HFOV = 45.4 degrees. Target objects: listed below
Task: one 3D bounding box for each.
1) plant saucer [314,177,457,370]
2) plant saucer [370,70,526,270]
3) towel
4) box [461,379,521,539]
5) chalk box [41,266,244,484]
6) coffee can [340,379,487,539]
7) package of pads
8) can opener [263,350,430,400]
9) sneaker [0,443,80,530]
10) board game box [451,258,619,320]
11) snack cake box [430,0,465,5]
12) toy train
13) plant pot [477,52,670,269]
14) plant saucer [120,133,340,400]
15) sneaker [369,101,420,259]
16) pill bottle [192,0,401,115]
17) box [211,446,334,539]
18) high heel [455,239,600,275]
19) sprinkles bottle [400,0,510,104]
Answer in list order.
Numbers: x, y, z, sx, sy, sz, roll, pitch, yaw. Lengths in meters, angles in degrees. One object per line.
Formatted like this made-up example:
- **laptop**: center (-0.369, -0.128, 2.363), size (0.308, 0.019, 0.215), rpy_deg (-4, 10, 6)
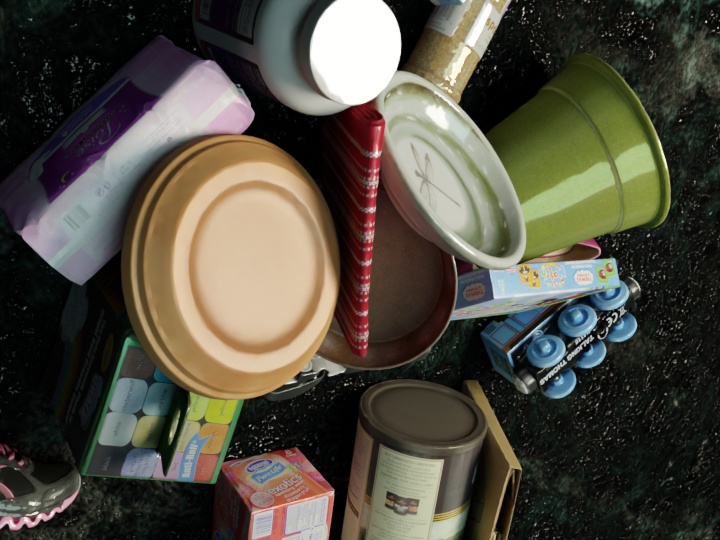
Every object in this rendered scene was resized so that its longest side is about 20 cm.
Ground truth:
- **plant saucer**: center (0.000, 0.000, 0.838), size (0.035, 0.196, 0.204), rpy_deg (-54, 147, -61)
- **plant saucer**: center (0.069, -0.081, 0.765), size (0.198, 0.203, 0.050), rpy_deg (25, 133, -38)
- **towel**: center (-0.009, -0.050, 0.730), size (0.022, 0.145, 0.204), rpy_deg (-3, 115, -14)
- **box**: center (0.137, 0.245, 1.004), size (0.021, 0.200, 0.167), rpy_deg (6, 109, -8)
- **chalk box**: center (-0.173, 0.094, 0.723), size (0.122, 0.199, 0.127), rpy_deg (14, 103, -36)
- **coffee can**: center (0.056, 0.248, 0.979), size (0.144, 0.146, 0.204), rpy_deg (-5, 114, -31)
- **package of pads**: center (-0.188, -0.092, 0.683), size (0.200, 0.120, 0.076), rpy_deg (-46, 128, -9)
- **can opener**: center (-0.016, 0.090, 0.931), size (0.197, 0.053, 0.067), rpy_deg (-9, 150, -28)
- **sneaker**: center (-0.334, 0.166, 0.737), size (0.197, 0.078, 0.097), rpy_deg (8, 94, -37)
- **board game box**: center (0.156, 0.023, 0.919), size (0.197, 0.150, 0.037), rpy_deg (-2, 79, -37)
- **snack cake box**: center (0.042, -0.338, 0.733), size (0.199, 0.067, 0.116), rpy_deg (38, 91, -24)
- **toy train**: center (0.245, 0.065, 1.044), size (0.199, 0.114, 0.087), rpy_deg (-39, 130, -12)
- **plant pot**: center (0.186, -0.095, 0.907), size (0.187, 0.201, 0.202), rpy_deg (-26, 124, -6)
- **plant saucer**: center (-0.085, -0.003, 0.654), size (0.198, 0.037, 0.205), rpy_deg (1, 89, -44)
- **sneaker**: center (0.034, -0.117, 0.862), size (0.099, 0.077, 0.204), rpy_deg (-34, 120, -51)
- **pill bottle**: center (-0.051, -0.190, 0.679), size (0.111, 0.199, 0.115), rpy_deg (-14, 118, -27)
- **box**: center (-0.101, 0.309, 0.933), size (0.101, 0.094, 0.204), rpy_deg (-6, 114, -31)
- **high heel**: center (0.173, -0.011, 0.973), size (0.197, 0.096, 0.069), rpy_deg (-16, 120, -27)
- **sprinkles bottle**: center (0.113, -0.266, 0.839), size (0.068, 0.068, 0.202), rpy_deg (24, 96, -38)
